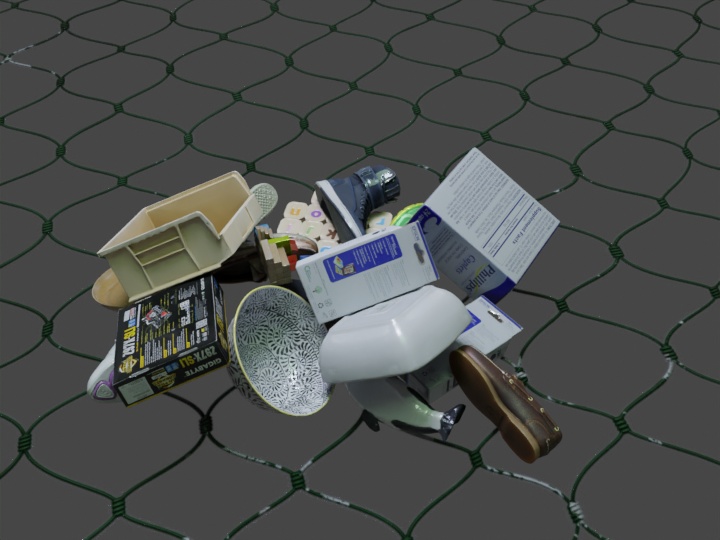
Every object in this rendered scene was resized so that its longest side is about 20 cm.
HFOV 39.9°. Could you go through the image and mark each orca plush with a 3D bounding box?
[{"bbox_3d":[0.070,0.188,1.462,0.199,0.106,0.071,4,-1,36],"label":"orca plush"}]

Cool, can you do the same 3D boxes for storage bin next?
[{"bbox_3d":[-0.276,-0.059,1.567,0.197,0.094,0.200,-21,18,17],"label":"storage bin"}]

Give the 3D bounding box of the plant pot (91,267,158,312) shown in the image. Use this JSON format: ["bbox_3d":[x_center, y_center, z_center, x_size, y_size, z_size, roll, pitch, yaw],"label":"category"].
[{"bbox_3d":[-0.345,0.019,1.646,0.198,0.028,0.201,-9,27,5],"label":"plant pot"}]

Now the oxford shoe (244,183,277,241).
[{"bbox_3d":[-0.229,-0.083,1.773,0.200,0.075,0.058,-44,16,-28],"label":"oxford shoe"}]

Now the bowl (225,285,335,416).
[{"bbox_3d":[-0.137,0.134,1.482,0.200,0.094,0.202,27,49,-36],"label":"bowl"}]

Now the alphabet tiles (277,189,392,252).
[{"bbox_3d":[-0.046,-0.081,1.796,0.198,0.015,0.196,7,41,8],"label":"alphabet tiles"}]

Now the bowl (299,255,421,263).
[{"bbox_3d":[0.000,0.000,1.611,0.198,0.040,0.201,3,2,0],"label":"bowl"}]

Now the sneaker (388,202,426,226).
[{"bbox_3d":[0.138,-0.076,1.745,0.198,0.075,0.084,-14,40,-15],"label":"sneaker"}]

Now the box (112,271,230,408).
[{"bbox_3d":[-0.272,0.093,1.428,0.159,0.050,0.200,-25,31,3],"label":"box"}]

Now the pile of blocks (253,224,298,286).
[{"bbox_3d":[-0.130,-0.040,1.572,0.062,0.083,0.200,-13,19,-9],"label":"pile of blocks"}]

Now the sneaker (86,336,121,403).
[{"bbox_3d":[-0.353,0.133,1.542,0.099,0.075,0.200,9,40,40],"label":"sneaker"}]

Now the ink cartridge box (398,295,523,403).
[{"bbox_3d":[0.150,0.121,1.548,0.199,0.039,0.099,-28,49,-25],"label":"ink cartridge box"}]

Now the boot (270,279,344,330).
[{"bbox_3d":[-0.066,0.077,1.594,0.198,0.097,0.075,13,30,-22],"label":"boot"}]

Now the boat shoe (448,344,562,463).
[{"bbox_3d":[0.211,0.187,1.448,0.070,0.071,0.200,-28,70,-28],"label":"boat shoe"}]

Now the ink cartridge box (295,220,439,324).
[{"bbox_3d":[0.011,0.000,1.491,0.198,0.100,0.039,-19,14,6],"label":"ink cartridge box"}]

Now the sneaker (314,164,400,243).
[{"bbox_3d":[0.016,-0.114,1.764,0.145,0.077,0.203,-15,42,-13],"label":"sneaker"}]

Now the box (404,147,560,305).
[{"bbox_3d":[0.202,-0.070,1.661,0.200,0.105,0.184,41,52,2],"label":"box"}]

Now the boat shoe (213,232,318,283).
[{"bbox_3d":[-0.168,-0.011,1.684,0.198,0.076,0.072,-8,46,5],"label":"boat shoe"}]

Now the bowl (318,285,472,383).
[{"bbox_3d":[0.042,0.088,1.468,0.199,0.075,0.200,-12,16,39],"label":"bowl"}]
